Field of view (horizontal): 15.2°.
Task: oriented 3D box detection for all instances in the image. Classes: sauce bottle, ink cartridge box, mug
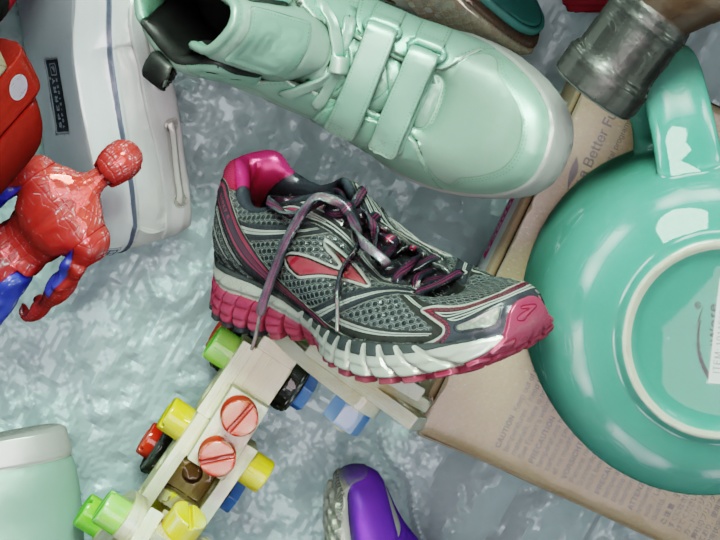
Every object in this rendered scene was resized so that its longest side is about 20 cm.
[{"bbox_3d":[0.158,-0.153,1.144,0.065,0.065,0.200,34,106,-6],"label":"sauce bottle"},{"bbox_3d":[0.138,0.017,1.294,0.165,0.075,0.200,26,96,-4],"label":"ink cartridge box"},{"bbox_3d":[0.141,0.011,1.198,0.152,0.114,0.185,-41,97,3],"label":"mug"}]

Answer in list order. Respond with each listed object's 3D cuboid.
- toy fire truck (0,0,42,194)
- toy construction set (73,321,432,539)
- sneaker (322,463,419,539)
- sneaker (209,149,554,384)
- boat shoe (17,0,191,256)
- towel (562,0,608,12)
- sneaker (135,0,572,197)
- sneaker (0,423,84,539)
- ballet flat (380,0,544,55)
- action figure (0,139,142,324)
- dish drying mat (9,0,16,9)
[{"bbox_3d":[-0.226,-0.040,1.217,0.129,0.176,0.200,-54,140,-31],"label":"toy fire truck"},{"bbox_3d":[-0.060,0.086,1.267,0.200,0.131,0.092,-42,98,3],"label":"toy construction set"},{"bbox_3d":[0.046,0.177,1.317,0.099,0.070,0.200,-18,106,-1],"label":"sneaker"},{"bbox_3d":[0.000,0.000,1.198,0.081,0.200,0.075,-17,113,-42],"label":"sneaker"},{"bbox_3d":[-0.118,-0.109,1.277,0.065,0.074,0.200,-12,107,-31],"label":"boat shoe"},{"bbox_3d":[0.166,-0.216,1.269,0.144,0.022,0.200,4,97,22],"label":"towel"},{"bbox_3d":[-0.010,-0.084,1.206,0.200,0.118,0.074,27,106,25],"label":"sneaker"},{"bbox_3d":[-0.227,0.151,1.294,0.200,0.074,0.118,-12,91,-3],"label":"sneaker"},{"bbox_3d":[0.004,-0.169,1.280,0.062,0.067,0.200,-40,94,30],"label":"ballet flat"},{"bbox_3d":[-0.172,-0.001,1.262,0.200,0.052,0.065,-37,88,29],"label":"action figure"},{"bbox_3d":[-0.155,-0.181,1.230,0.200,0.018,0.077,-49,64,28],"label":"dish drying mat"}]
